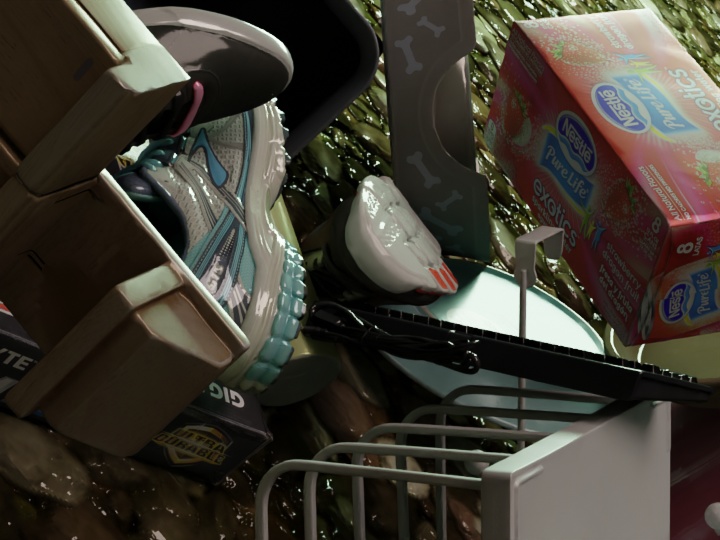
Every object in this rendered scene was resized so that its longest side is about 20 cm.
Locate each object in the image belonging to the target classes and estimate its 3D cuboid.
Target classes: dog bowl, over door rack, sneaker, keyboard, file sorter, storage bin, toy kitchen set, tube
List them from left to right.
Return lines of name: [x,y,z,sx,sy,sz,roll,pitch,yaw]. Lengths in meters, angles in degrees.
toy kitchen set: [-0.154,0.015,0.571,0.163,0.200,0.180,49,25,3]
sneaker: [-0.111,-0.055,0.732,0.200,0.071,0.099,-5,57,-29]
sneaker: [-0.082,-0.036,0.796,0.086,0.078,0.200,19,34,-30]
tube: [-0.064,-0.024,0.924,0.052,0.058,0.200,89,-19,-59]
storage bin: [-0.068,-0.174,1.065,0.200,0.146,0.134,48,15,0]
sneaker: [0.000,0.000,0.941,0.077,0.082,0.200,55,5,0]
dog bowl: [0.048,-0.103,1.106,0.200,0.059,0.200,-4,90,-88]
keyboard: [0.052,0.035,0.805,0.200,0.021,0.127,10,3,42]
file sorter: [0.052,0.133,0.774,0.200,0.124,0.139,-13,104,-62]
over door rack: [0.134,0.082,0.883,0.148,0.200,0.067,9,6,31]

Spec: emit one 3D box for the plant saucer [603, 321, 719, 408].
plant saucer: [0.245,0.028,1.024,0.200,0.200,0.029,-65,137,-63]

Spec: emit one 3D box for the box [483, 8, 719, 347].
box: [0.163,-0.059,1.003,0.100,0.096,0.200,-8,44,-21]

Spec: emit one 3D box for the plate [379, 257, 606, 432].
plate: [0.086,0.038,1.040,0.200,0.026,0.200,21,23,-10]

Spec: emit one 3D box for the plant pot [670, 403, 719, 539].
plant pot: [0.250,0.138,1.057,0.200,0.179,0.200,37,26,-22]

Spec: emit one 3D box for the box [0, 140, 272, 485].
box: [-0.144,-0.014,0.809,0.200,0.050,0.199,26,32,-37]
